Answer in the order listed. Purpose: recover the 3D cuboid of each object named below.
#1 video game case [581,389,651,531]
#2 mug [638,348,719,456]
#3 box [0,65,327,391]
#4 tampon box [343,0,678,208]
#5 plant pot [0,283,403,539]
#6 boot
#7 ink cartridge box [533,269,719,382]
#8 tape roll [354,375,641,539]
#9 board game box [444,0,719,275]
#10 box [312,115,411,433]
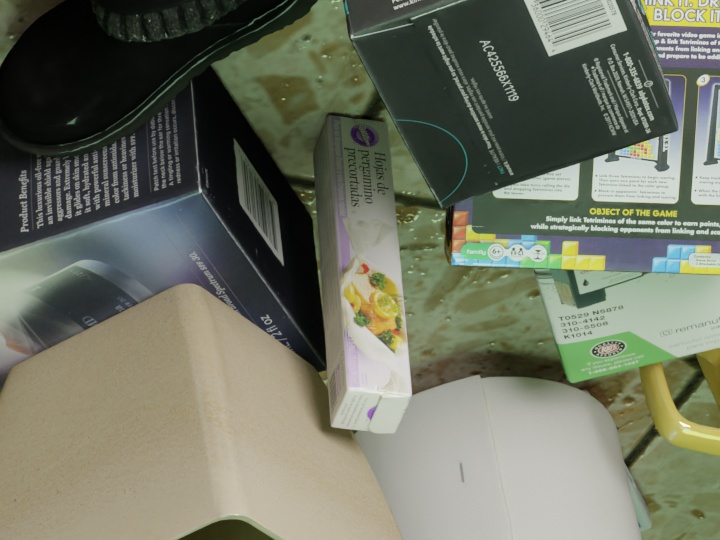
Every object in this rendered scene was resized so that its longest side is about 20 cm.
[{"bbox_3d":[0.095,0.165,1.818,0.200,0.023,0.182,-18,142,11],"label":"video game case"},{"bbox_3d":[0.287,0.091,1.647,0.186,0.153,0.150,-13,144,7],"label":"mug"},{"bbox_3d":[-0.147,-0.007,1.459,0.198,0.123,0.200,-17,142,14],"label":"box"},{"bbox_3d":[0.062,-0.165,1.223,0.126,0.200,0.150,-17,144,12],"label":"tampon box"},{"bbox_3d":[-0.101,0.128,1.396,0.200,0.177,0.200,-25,143,23],"label":"plant pot"},{"bbox_3d":[-0.131,-0.139,1.282,0.211,0.080,0.158,-32,164,15],"label":"boot"},{"bbox_3d":[0.170,-0.032,1.516,0.146,0.084,0.200,-14,143,7],"label":"ink cartridge box"},{"bbox_3d":[0.090,0.185,1.709,0.202,0.139,0.203,-6,144,-4],"label":"tape roll"},{"bbox_3d":[0.149,-0.084,1.380,0.200,0.057,0.166,3,105,0],"label":"board game box"},{"bbox_3d":[0.000,0.000,1.430,0.039,0.200,0.041,7,140,-15],"label":"box"}]
